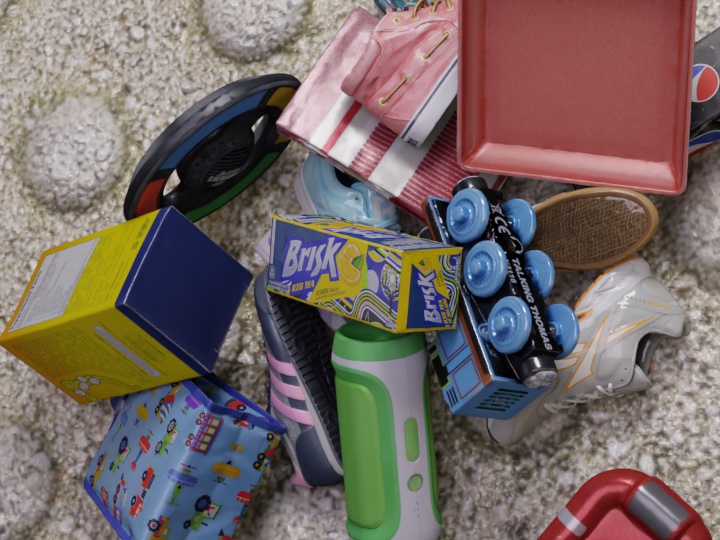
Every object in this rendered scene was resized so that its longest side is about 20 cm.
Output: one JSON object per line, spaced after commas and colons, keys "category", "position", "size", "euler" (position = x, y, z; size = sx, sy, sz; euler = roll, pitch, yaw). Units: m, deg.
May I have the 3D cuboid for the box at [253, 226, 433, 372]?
{"category": "box", "position": [-0.016, 0.033, 1.688], "size": [0.039, 0.041, 0.200], "euler": [-48, 67, 5]}

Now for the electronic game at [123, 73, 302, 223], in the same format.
{"category": "electronic game", "position": [-0.129, -0.103, 1.677], "size": [0.200, 0.200, 0.042], "euler": [-42, 75, 7]}

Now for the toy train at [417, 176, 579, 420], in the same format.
{"category": "toy train", "position": [0.101, 0.022, 1.542], "size": [0.114, 0.086, 0.201], "euler": [-42, 54, 35]}

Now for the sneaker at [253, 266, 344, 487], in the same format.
{"category": "sneaker", "position": [-0.064, 0.098, 1.660], "size": [0.082, 0.070, 0.201], "euler": [-26, 80, 35]}

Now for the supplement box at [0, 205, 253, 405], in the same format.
{"category": "supplement box", "position": [-0.210, 0.035, 1.668], "size": [0.199, 0.109, 0.109], "euler": [-15, 43, 45]}

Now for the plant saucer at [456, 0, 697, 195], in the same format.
{"category": "plant saucer", "position": [0.179, -0.171, 1.546], "size": [0.199, 0.037, 0.201], "euler": [8, 115, 19]}

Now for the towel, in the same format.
{"category": "towel", "position": [0.043, -0.129, 1.654], "size": [0.199, 0.023, 0.144], "euler": [32, 70, 6]}

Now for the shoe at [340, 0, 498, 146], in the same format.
{"category": "shoe", "position": [0.068, -0.212, 1.614], "size": [0.091, 0.071, 0.201], "euler": [34, 90, -3]}

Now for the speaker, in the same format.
{"category": "speaker", "position": [0.023, 0.144, 1.582], "size": [0.088, 0.088, 0.201], "euler": [1, 107, 21]}

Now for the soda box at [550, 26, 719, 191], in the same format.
{"category": "soda box", "position": [0.265, -0.132, 1.606], "size": [0.200, 0.063, 0.071], "euler": [-33, 69, 12]}

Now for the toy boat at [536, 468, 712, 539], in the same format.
{"category": "toy boat", "position": [0.180, 0.250, 1.471], "size": [0.130, 0.131, 0.200], "euler": [41, 93, 25]}

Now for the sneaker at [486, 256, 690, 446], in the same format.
{"category": "sneaker", "position": [0.193, 0.085, 1.579], "size": [0.200, 0.076, 0.092], "euler": [-47, 70, 6]}

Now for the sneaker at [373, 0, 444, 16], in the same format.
{"category": "sneaker", "position": [0.079, -0.220, 1.687], "size": [0.200, 0.086, 0.078], "euler": [35, 91, 24]}

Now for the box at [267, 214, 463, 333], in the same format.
{"category": "box", "position": [0.000, 0.000, 1.563], "size": [0.200, 0.064, 0.070], "euler": [17, 105, 55]}

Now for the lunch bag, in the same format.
{"category": "lunch bag", "position": [-0.180, 0.158, 1.681], "size": [0.200, 0.094, 0.151], "euler": [32, 97, 51]}

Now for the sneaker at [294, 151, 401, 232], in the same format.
{"category": "sneaker", "position": [0.006, -0.039, 1.663], "size": [0.200, 0.074, 0.082], "euler": [57, 141, 22]}

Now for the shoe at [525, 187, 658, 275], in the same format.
{"category": "shoe", "position": [0.167, -0.030, 1.601], "size": [0.199, 0.053, 0.070], "euler": [-16, 98, 32]}

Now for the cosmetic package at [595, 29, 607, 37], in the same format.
{"category": "cosmetic package", "position": [0.210, -0.276, 1.631], "size": [0.107, 0.085, 0.201], "euler": [-14, 67, 52]}
